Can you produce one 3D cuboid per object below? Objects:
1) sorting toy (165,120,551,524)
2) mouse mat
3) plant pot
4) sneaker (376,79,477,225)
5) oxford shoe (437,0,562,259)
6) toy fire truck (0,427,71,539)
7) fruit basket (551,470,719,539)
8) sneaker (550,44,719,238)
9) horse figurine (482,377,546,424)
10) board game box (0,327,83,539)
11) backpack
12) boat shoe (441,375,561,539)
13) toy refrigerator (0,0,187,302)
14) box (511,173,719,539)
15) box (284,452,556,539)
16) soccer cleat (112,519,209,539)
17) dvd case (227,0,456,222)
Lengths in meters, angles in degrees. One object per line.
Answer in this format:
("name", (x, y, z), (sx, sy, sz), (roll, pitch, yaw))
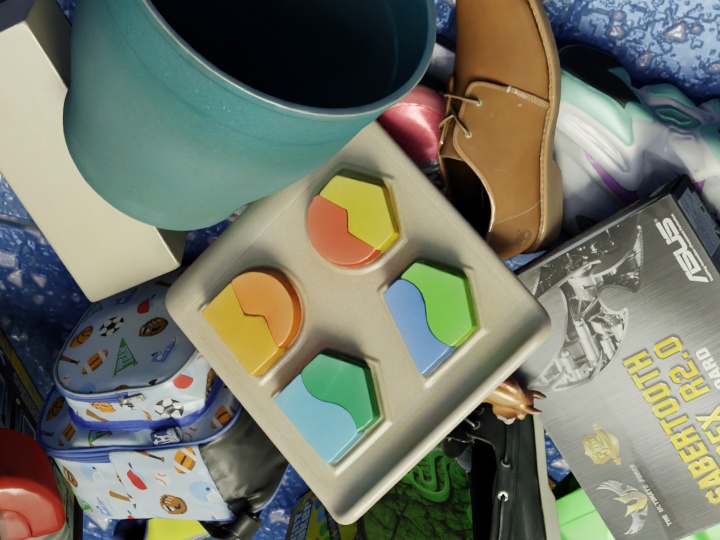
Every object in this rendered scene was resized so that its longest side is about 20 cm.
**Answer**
("sorting toy", (-0.010, 0.024, 0.850), (0.185, 0.036, 0.200), (-44, 72, 11))
("mouse mat", (0.071, 0.160, 0.990), (0.199, 0.162, 0.008), (28, 129, -31))
("plant pot", (-0.085, -0.125, 0.820), (0.199, 0.201, 0.188), (30, 139, -13))
("sneaker", (0.054, -0.031, 0.904), (0.073, 0.087, 0.202), (-11, 125, 14))
("oxford shoe", (0.078, -0.101, 0.844), (0.071, 0.071, 0.203), (-16, 105, -31))
("toy fire truck", (-0.211, 0.194, 0.935), (0.198, 0.129, 0.178), (-16, 122, -16))
("fruit basket", (0.210, 0.112, 0.983), (0.213, 0.155, 0.219), (4, 100, 25))
("sneaker", (0.188, -0.050, 0.902), (0.198, 0.078, 0.141), (26, 128, 1))
("horse figurine", (0.014, 0.049, 0.913), (0.200, 0.050, 0.133), (45, 150, 0))
("board game box", (-0.277, 0.140, 1.047), (0.056, 0.166, 0.201), (-21, 122, 1))
("backpack", (-0.139, 0.093, 0.990), (0.189, 0.201, 0.155), (-17, 115, 29))
("boat shoe", (0.090, 0.129, 0.966), (0.065, 0.202, 0.075), (0, 156, -14))
("toy refrigerator", (-0.198, -0.085, 0.936), (0.075, 0.070, 0.201), (-21, 121, 14))
("box", (0.186, 0.064, 0.869), (0.158, 0.048, 0.201), (-30, 94, 31))
("box", (0.069, 0.241, 1.100), (0.200, 0.123, 0.192), (40, 123, -19))
("soccer cleat", (-0.139, 0.181, 1.123), (0.083, 0.065, 0.201), (30, 125, -11))
("dvd case", (0.005, -0.080, 0.939), (0.148, 0.016, 0.201), (27, 126, -12))
